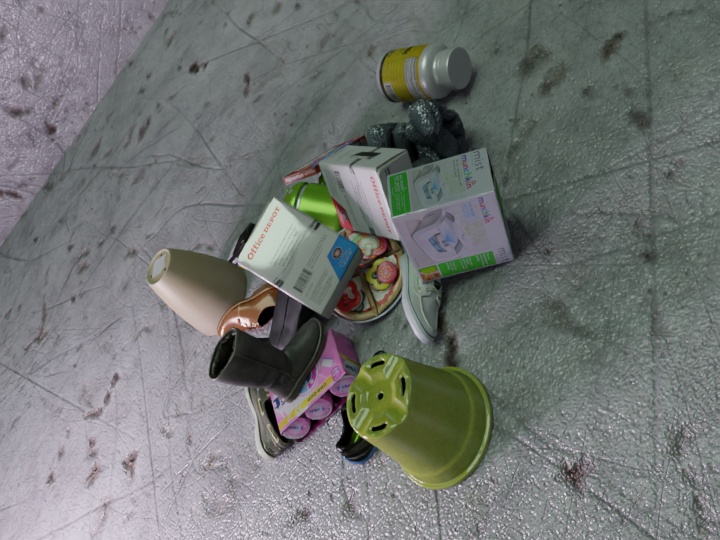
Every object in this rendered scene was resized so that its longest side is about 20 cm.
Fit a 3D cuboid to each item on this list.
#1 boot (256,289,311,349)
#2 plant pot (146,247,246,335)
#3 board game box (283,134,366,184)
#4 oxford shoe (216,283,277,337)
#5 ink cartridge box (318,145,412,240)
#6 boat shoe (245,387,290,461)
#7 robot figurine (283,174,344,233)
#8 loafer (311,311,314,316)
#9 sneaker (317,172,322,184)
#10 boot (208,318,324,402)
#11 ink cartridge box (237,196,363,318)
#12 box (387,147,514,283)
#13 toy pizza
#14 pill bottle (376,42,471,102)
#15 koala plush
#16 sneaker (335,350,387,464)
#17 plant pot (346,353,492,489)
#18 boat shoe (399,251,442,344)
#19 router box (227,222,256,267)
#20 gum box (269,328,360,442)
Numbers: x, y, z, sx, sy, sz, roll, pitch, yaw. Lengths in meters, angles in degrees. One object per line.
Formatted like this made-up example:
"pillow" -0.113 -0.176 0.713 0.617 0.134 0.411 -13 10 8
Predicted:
"boot" -0.176 0.100 1.507 0.162 0.065 0.206 21 108 29
"plant pot" -0.409 0.032 1.743 0.184 0.198 0.192 -24 51 34
"board game box" -0.076 -0.249 1.615 0.101 0.020 0.199 -14 19 42
"oxford shoe" -0.253 0.108 1.642 0.198 0.071 0.073 -37 51 23
"ink cartridge box" 0.024 -0.150 1.364 0.083 0.147 0.198 -33 27 -24
"boat shoe" -0.186 0.280 1.473 0.060 0.071 0.206 -35 53 24
"robot figurine" -0.080 -0.122 1.535 0.194 0.116 0.180 12 78 17
"loafer" -0.109 0.040 1.534 0.201 0.070 0.069 -48 42 13
"sneaker" -0.064 -0.203 1.625 0.197 0.079 0.079 -28 49 32
"boot" -0.169 0.144 1.333 0.072 0.198 0.186 10 73 49
"ink cartridge box" -0.114 -0.024 1.385 0.197 0.084 0.148 30 86 12
"box" 0.155 -0.088 1.214 0.171 0.201 0.099 -13 55 14
"toy pizza" 0.000 0.000 1.421 0.194 0.032 0.207 -6 73 20
"pill bottle" 0.135 -0.418 1.527 0.197 0.110 0.114 9 73 46
"koala plush" 0.133 -0.193 1.388 0.175 0.181 0.206 -20 74 42
"sneaker" 0.012 0.240 1.285 0.070 0.082 0.204 9 74 46
"plant pot" 0.080 0.224 1.150 0.197 0.183 0.205 -24 52 34
"boat shoe" 0.115 0.033 1.310 0.066 0.073 0.204 -33 47 26
"router box" -0.196 -0.030 1.548 0.199 0.146 0.052 -27 41 68
"gum box" -0.090 0.228 1.407 0.200 0.066 0.115 -44 42 18
